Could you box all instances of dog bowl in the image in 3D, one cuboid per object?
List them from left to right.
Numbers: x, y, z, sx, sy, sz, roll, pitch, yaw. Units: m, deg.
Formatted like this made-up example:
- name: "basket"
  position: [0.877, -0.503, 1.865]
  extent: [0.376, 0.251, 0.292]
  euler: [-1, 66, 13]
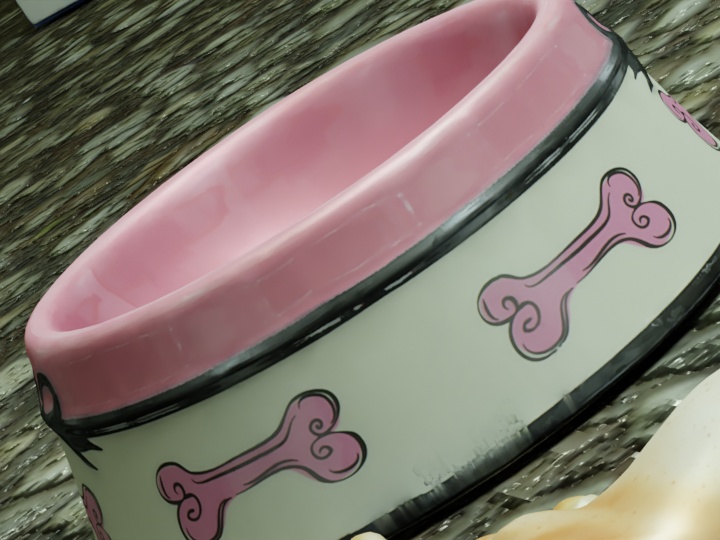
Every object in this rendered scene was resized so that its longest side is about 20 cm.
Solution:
- name: "dog bowl"
  position: [0.000, 0.000, 0.760]
  extent: [0.200, 0.074, 0.200]
  euler: [-32, 12, 8]

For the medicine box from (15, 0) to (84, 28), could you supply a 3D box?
- name: "medicine box"
  position: [-0.217, -0.310, 2.182]
  extent: [0.103, 0.182, 0.200]
  euler: [-26, 14, 32]

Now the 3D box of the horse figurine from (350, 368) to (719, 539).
- name: "horse figurine"
  position: [0.075, 0.033, 0.508]
  extent: [0.200, 0.050, 0.133]
  euler: [-34, 12, -2]
